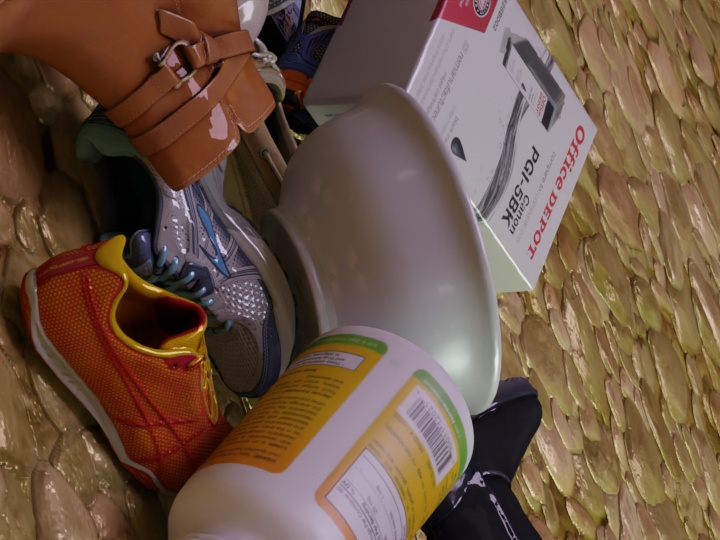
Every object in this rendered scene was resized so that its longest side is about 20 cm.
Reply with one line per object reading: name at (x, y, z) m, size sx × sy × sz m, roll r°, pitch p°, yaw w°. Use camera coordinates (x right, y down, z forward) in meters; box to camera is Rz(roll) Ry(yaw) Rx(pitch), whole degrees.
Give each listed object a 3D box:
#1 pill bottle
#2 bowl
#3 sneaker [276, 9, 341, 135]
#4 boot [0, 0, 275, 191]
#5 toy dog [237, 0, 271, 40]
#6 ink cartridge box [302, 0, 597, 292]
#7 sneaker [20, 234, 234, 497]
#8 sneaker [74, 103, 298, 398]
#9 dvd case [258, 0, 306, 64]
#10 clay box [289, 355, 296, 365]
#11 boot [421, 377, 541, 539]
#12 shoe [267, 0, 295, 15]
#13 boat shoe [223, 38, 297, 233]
pill bottle at (-0.032, 0.128, 1.585) m, size 0.200 × 0.111 × 0.111 m, roll -48°, pitch 117°, yaw -43°
bowl at (0.000, 0.000, 1.730) m, size 0.201 × 0.090 × 0.202 m, roll 162°, pitch -90°, yaw -73°
sneaker at (0.008, -0.110, 2.021) m, size 0.200 × 0.075 × 0.079 m, roll 39°, pitch 68°, yaw -57°
boot at (-0.136, -0.108, 1.587) m, size 0.200 × 0.076 × 0.156 m, roll -41°, pitch 114°, yaw -41°
toy dog at (-0.129, -0.193, 1.730) m, size 0.200 × 0.139 × 0.194 m, roll 55°, pitch -11°, yaw -31°
ink cartridge box at (0.063, -0.101, 1.978) m, size 0.200 × 0.083 × 0.147 m, roll 53°, pitch 49°, yaw -41°
sneaker at (-0.103, 0.058, 1.582) m, size 0.200 × 0.077 × 0.073 m, roll 53°, pitch 23°, yaw -49°
sneaker at (-0.106, -0.010, 1.684) m, size 0.086 × 0.077 × 0.201 m, roll -41°, pitch 113°, yaw -46°
dvd case at (-0.075, -0.245, 2.062) m, size 0.143 × 0.017 × 0.200 m, roll 58°, pitch 21°, yaw -29°
clay box at (-0.003, 0.040, 1.915) m, size 0.115 × 0.047 × 0.201 m, roll 54°, pitch 24°, yaw -39°
boot at (0.105, 0.172, 1.809) m, size 0.200 × 0.066 × 0.165 m, roll 53°, pitch 37°, yaw 13°
shoe at (-0.063, -0.246, 1.956) m, size 0.091 × 0.071 × 0.200 m, roll 55°, pitch 19°, yaw -21°
boat shoe at (-0.061, -0.091, 1.871) m, size 0.073 × 0.063 × 0.202 m, roll 35°, pitch 39°, yaw -59°
